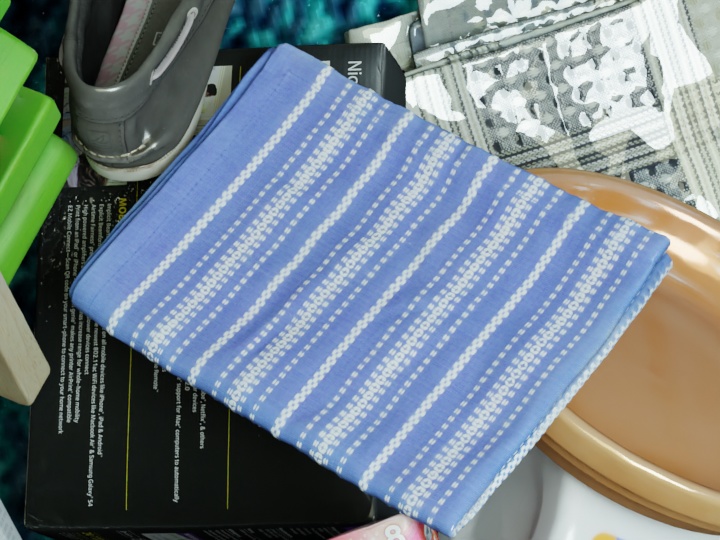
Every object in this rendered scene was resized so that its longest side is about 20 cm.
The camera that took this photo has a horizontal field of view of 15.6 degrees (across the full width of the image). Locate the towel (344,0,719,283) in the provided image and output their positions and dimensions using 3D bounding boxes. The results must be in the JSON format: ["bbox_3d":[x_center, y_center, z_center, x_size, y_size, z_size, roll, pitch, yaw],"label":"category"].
[{"bbox_3d":[0.104,-0.039,1.133,0.191,0.035,0.201,-16,88,-3],"label":"towel"}]

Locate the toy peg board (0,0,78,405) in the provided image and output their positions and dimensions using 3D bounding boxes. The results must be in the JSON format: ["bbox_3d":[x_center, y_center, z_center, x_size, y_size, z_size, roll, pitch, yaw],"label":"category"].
[{"bbox_3d":[-0.209,-0.061,1.008,0.198,0.200,0.098,22,69,15],"label":"toy peg board"}]

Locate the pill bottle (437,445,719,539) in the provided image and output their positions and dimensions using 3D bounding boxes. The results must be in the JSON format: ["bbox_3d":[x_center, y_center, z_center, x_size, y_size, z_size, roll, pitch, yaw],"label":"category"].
[{"bbox_3d":[0.138,0.136,1.075,0.199,0.112,0.113,23,86,-21],"label":"pill bottle"}]

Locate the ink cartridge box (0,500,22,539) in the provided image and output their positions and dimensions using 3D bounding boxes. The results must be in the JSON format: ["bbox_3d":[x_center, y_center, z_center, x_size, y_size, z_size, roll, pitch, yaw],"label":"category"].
[{"bbox_3d":[-0.242,0.113,1.055,0.199,0.041,0.201,-22,105,15],"label":"ink cartridge box"}]

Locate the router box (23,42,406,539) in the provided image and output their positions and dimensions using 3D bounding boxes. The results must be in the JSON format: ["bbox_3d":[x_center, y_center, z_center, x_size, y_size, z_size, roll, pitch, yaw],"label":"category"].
[{"bbox_3d":[-0.058,0.010,1.081,0.148,0.051,0.201,-1,78,13],"label":"router box"}]

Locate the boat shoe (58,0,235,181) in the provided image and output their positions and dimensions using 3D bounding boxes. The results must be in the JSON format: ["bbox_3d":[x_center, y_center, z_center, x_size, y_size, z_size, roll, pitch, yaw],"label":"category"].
[{"bbox_3d":[-0.079,-0.132,1.074,0.066,0.057,0.201,3,59,13],"label":"boat shoe"}]

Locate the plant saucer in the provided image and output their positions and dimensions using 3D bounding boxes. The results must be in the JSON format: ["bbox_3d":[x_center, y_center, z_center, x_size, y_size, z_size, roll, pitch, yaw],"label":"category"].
[{"bbox_3d":[0.119,0.036,1.044,0.199,0.200,0.038,28,122,-2],"label":"plant saucer"}]

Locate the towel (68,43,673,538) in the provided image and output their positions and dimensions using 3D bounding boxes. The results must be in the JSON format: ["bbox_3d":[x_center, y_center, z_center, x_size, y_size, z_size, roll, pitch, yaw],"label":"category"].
[{"bbox_3d":[0.000,0.000,0.990,0.199,0.024,0.145,29,68,31],"label":"towel"}]

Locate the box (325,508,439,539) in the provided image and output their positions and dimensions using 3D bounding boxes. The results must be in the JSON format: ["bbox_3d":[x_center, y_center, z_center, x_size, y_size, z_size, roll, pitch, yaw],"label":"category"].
[{"bbox_3d":[-0.052,0.168,0.977,0.199,0.095,0.100,-20,82,2],"label":"box"}]

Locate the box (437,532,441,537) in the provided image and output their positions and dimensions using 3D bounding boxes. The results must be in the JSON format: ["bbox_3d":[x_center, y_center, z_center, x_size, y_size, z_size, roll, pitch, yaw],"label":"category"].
[{"bbox_3d":[-0.037,0.179,1.109,0.199,0.048,0.159,-24,90,-4],"label":"box"}]
